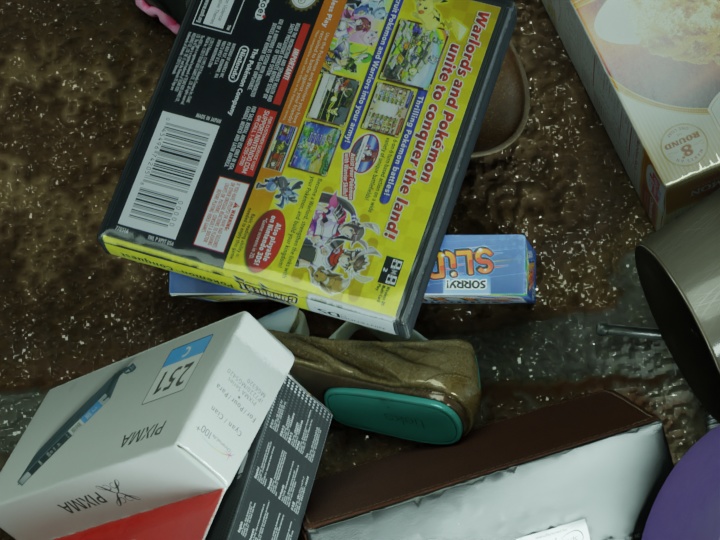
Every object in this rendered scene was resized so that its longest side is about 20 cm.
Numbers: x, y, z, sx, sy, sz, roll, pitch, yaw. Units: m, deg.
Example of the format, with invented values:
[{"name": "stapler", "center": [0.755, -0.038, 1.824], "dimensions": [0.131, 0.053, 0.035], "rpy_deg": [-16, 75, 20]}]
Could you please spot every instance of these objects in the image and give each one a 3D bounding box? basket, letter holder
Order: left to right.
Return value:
[{"name": "letter holder", "center": [0.070, 0.147, 1.158], "dimensions": [0.198, 0.142, 0.102], "rpy_deg": [-17, 97, -4]}, {"name": "basket", "center": [0.265, -0.007, 1.156], "dimensions": [0.199, 0.181, 0.136], "rpy_deg": [-27, 31, -3]}]

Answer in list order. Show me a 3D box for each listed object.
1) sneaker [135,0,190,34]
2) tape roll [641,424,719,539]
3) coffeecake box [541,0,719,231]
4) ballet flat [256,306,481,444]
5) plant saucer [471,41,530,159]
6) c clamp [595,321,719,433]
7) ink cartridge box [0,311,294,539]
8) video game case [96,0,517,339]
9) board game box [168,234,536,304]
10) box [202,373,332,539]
[{"name": "sneaker", "center": [-0.093, -0.175, 1.309], "dimensions": [0.078, 0.096, 0.201], "rpy_deg": [-23, 66, -18]}, {"name": "tape roll", "center": [0.247, 0.167, 1.074], "dimensions": [0.198, 0.085, 0.202], "rpy_deg": [1, 87, -20]}, {"name": "coffeecake box", "center": [0.212, -0.144, 1.273], "dimensions": [0.152, 0.073, 0.201], "rpy_deg": [-21, 66, -4]}, {"name": "ballet flat", "center": [-0.022, 0.055, 1.219], "dimensions": [0.198, 0.068, 0.073], "rpy_deg": [3, 47, 20]}, {"name": "plant saucer", "center": [0.012, -0.136, 1.268], "dimensions": [0.199, 0.037, 0.202], "rpy_deg": [23, 40, -20]}, {"name": "c clamp", "center": [0.226, 0.119, 1.181], "dimensions": [0.169, 0.027, 0.202], "rpy_deg": [-2, 62, -1]}, {"name": "ink cartridge box", "center": [-0.140, 0.122, 1.127], "dimensions": [0.045, 0.199, 0.177], "rpy_deg": [42, 51, -22]}, {"name": "video game case", "center": [-0.028, -0.079, 1.149], "dimensions": [0.179, 0.026, 0.202], "rpy_deg": [15, 70, 13]}, {"name": "board game box", "center": [0.000, 0.000, 1.202], "dimensions": [0.198, 0.135, 0.035], "rpy_deg": [0, 87, 8]}, {"name": "box", "center": [-0.102, 0.164, 1.107], "dimensions": [0.160, 0.044, 0.201], "rpy_deg": [-30, 30, 37]}]
